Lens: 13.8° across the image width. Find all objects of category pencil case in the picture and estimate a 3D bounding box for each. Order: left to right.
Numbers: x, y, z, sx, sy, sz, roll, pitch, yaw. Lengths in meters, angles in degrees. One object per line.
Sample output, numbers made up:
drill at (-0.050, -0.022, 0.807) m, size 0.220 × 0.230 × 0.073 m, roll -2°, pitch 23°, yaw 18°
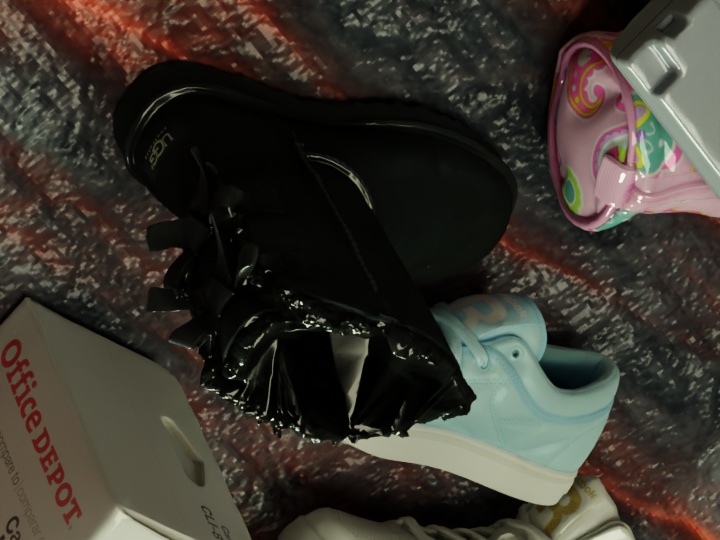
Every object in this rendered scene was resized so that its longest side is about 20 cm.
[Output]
pencil case at (0.177, -0.061, 1.246) m, size 0.199 × 0.088 × 0.088 m, roll -2°, pitch 127°, yaw -23°

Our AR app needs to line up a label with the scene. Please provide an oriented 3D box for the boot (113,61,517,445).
boot at (0.001, -0.001, 1.154) m, size 0.198 × 0.163 × 0.074 m, roll 15°, pitch 120°, yaw -34°

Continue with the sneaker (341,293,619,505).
sneaker at (0.033, 0.036, 1.269) m, size 0.200 × 0.074 × 0.082 m, roll 20°, pitch 107°, yaw -45°

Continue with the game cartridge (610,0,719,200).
game cartridge at (0.205, -0.106, 1.183) m, size 0.200 × 0.040 × 0.133 m, roll -44°, pitch 113°, yaw -7°

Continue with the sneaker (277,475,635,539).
sneaker at (0.057, 0.126, 1.353) m, size 0.116 × 0.074 × 0.200 m, roll -49°, pitch 134°, yaw 6°

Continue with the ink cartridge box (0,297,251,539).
ink cartridge box at (-0.149, 0.133, 1.200) m, size 0.083 × 0.145 × 0.200 m, roll 32°, pitch 108°, yaw -38°
